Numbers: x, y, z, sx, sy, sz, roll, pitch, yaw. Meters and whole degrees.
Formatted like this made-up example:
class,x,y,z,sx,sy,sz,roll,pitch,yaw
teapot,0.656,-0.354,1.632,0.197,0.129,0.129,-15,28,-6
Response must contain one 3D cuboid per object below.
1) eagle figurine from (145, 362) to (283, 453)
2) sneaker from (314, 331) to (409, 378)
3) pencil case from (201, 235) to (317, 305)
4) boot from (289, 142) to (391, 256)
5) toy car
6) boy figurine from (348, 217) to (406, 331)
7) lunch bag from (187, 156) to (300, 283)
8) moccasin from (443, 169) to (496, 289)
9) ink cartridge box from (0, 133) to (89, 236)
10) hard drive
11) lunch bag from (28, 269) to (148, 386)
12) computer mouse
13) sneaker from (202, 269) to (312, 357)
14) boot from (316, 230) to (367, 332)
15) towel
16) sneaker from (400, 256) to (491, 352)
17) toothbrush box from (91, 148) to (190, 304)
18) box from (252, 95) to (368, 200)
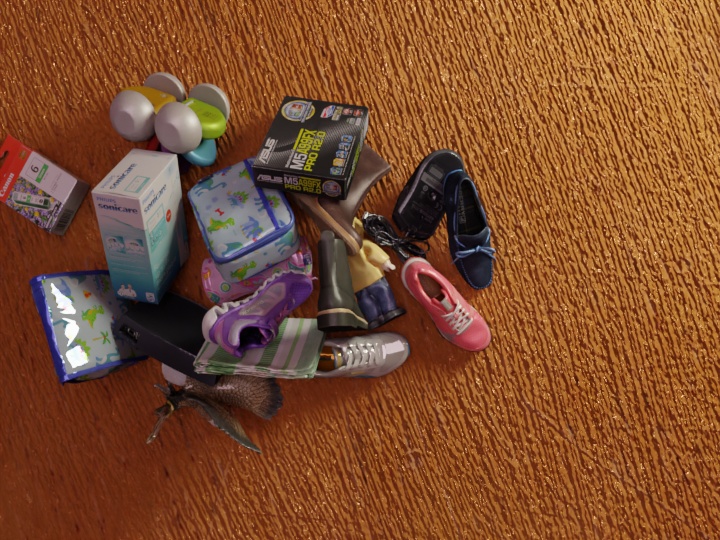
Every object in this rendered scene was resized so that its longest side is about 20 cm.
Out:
class,x,y,z,sx,sy,sz,roll,pitch,yaw
eagle figurine,-0.244,0.225,1.081,0.193,0.151,0.157,-2,72,17
sneaker,-0.012,0.148,1.078,0.193,0.081,0.079,-9,84,4
pencil case,-0.174,0.000,1.103,0.193,0.087,0.091,-12,85,3
boot,-0.011,-0.130,1.056,0.164,0.073,0.200,-35,54,-13
toy car,-0.329,-0.245,1.113,0.193,0.176,0.154,14,123,6
boy figurine,0.000,0.000,1.093,0.123,0.064,0.205,-32,79,31
lunch bag,-0.193,-0.092,1.069,0.157,0.084,0.203,-24,53,-7
moccasin,0.176,-0.060,1.053,0.078,0.068,0.205,-21,104,-3
ink cartridge box,-0.614,-0.164,1.179,0.196,0.050,0.111,31,90,6
hard drive,-0.303,0.105,1.087,0.195,0.135,0.043,27,122,5
lunch bag,-0.467,0.095,1.072,0.124,0.200,0.175,-21,85,4
computer mouse,0.101,-0.119,1.091,0.137,0.053,0.202,35,95,-17
sneaker,-0.151,0.075,1.020,0.197,0.082,0.088,-30,46,-27
boot,-0.030,0.025,1.012,0.075,0.200,0.144,-4,81,0
towel,-0.158,0.119,1.041,0.193,0.154,0.024,2,121,7
sneaker,0.141,0.065,1.055,0.200,0.087,0.074,45,92,-4
toothbrush box,-0.356,-0.074,1.052,0.082,0.148,0.205,7,126,6
box,-0.078,-0.210,1.067,0.155,0.045,0.204,10,49,7
